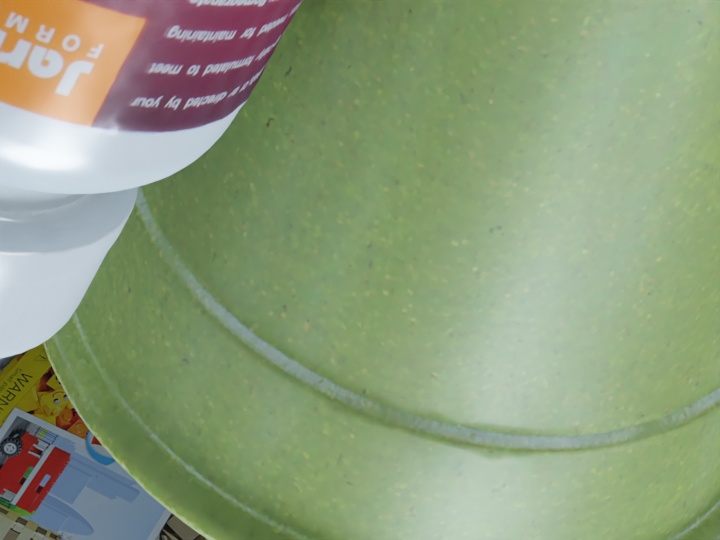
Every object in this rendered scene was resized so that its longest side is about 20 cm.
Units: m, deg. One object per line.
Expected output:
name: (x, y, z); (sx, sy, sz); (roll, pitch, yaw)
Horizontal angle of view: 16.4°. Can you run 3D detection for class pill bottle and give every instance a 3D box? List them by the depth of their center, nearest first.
pill bottle: (-0.053, -0.086, 0.466); (0.109, 0.110, 0.201); (-15, 143, -53)

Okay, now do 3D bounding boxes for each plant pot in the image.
plant pot: (0.035, -0.055, 0.574); (0.200, 0.200, 0.191); (-29, 151, -37)

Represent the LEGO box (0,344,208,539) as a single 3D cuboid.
LEGO box: (-0.077, 0.124, 0.693); (0.200, 0.148, 0.077); (-50, 160, -27)
